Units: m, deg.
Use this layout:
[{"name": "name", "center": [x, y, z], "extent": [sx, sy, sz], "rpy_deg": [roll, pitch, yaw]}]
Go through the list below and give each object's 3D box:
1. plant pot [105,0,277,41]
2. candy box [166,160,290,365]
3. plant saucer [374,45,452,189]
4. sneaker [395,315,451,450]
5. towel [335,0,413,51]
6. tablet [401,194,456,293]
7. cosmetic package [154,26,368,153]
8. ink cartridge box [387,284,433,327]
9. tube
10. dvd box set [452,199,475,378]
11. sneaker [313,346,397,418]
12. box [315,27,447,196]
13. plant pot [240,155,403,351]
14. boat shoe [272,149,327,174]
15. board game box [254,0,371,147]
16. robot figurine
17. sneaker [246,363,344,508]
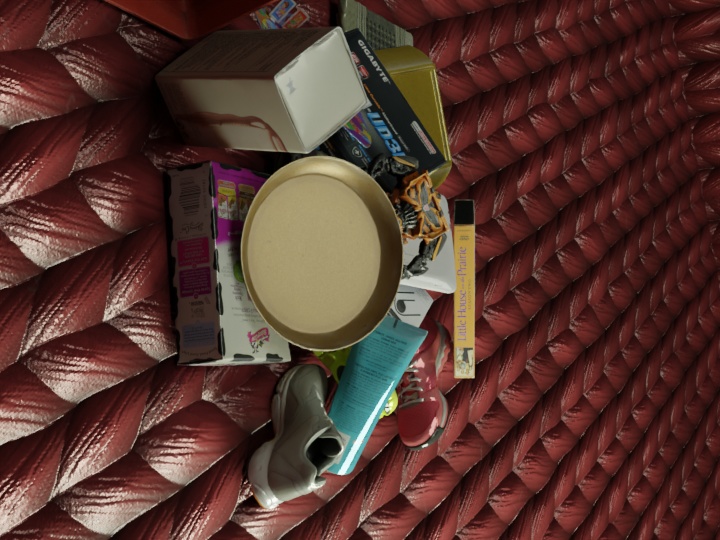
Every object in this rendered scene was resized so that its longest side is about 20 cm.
[{"name": "plant pot", "center": [-0.162, -0.370, 1.356], "extent": [0.199, 0.198, 0.179], "rpy_deg": [17, 58, -60]}, {"name": "candy box", "center": [-0.136, -0.003, 1.433], "extent": [0.136, 0.060, 0.203], "rpy_deg": [9, 74, -62]}, {"name": "plant saucer", "center": [0.060, -0.194, 1.813], "extent": [0.199, 0.048, 0.203], "rpy_deg": [-23, 104, -59]}, {"name": "sneaker", "center": [0.065, 0.137, 1.785], "extent": [0.087, 0.073, 0.202], "rpy_deg": [44, 38, -40]}, {"name": "towel", "center": [0.017, -0.246, 1.830], "extent": [0.192, 0.034, 0.203], "rpy_deg": [16, 71, -57]}, {"name": "tablet", "center": [0.034, -0.048, 1.640], "extent": [0.198, 0.014, 0.132], "rpy_deg": [11, 64, -37]}, {"name": "cosmetic package", "center": [-0.101, -0.182, 1.377], "extent": [0.103, 0.199, 0.088], "rpy_deg": [-40, 121, -30]}, {"name": "ink cartridge box", "center": [0.000, 0.000, 1.646], "extent": [0.201, 0.044, 0.094], "rpy_deg": [51, 46, -20]}, {"name": "tube", "center": [0.003, 0.138, 1.554], "extent": [0.051, 0.077, 0.202], "rpy_deg": [-93, -157, -63]}, {"name": "dvd box set", "center": [0.135, 0.021, 1.790], "extent": [0.146, 0.029, 0.203], "rpy_deg": [-74, 163, -74]}, {"name": "sneaker", "center": [-0.017, 0.080, 1.597], "extent": [0.084, 0.073, 0.202], "rpy_deg": [-96, 164, -63]}, {"name": "box", "center": [-0.005, -0.177, 1.636], "extent": [0.158, 0.046, 0.201], "rpy_deg": [-30, 86, -47]}, {"name": "plant pot", "center": [-0.043, -0.018, 1.440], "extent": [0.198, 0.027, 0.203], "rpy_deg": [1, 89, -33]}, {"name": "boat shoe", "center": [-0.087, -0.047, 1.538], "extent": [0.064, 0.072, 0.203], "rpy_deg": [22, 74, -31]}, {"name": "board game box", "center": [-0.037, -0.225, 1.507], "extent": [0.200, 0.039, 0.159], "rpy_deg": [38, 21, -45]}, {"name": "robot figurine", "center": [0.017, -0.044, 1.527], "extent": [0.199, 0.058, 0.147], "rpy_deg": [-29, 103, -27]}, {"name": "sneaker", "center": [-0.052, 0.177, 1.508], "extent": [0.076, 0.091, 0.201], "rpy_deg": [61, 29, -32]}]
